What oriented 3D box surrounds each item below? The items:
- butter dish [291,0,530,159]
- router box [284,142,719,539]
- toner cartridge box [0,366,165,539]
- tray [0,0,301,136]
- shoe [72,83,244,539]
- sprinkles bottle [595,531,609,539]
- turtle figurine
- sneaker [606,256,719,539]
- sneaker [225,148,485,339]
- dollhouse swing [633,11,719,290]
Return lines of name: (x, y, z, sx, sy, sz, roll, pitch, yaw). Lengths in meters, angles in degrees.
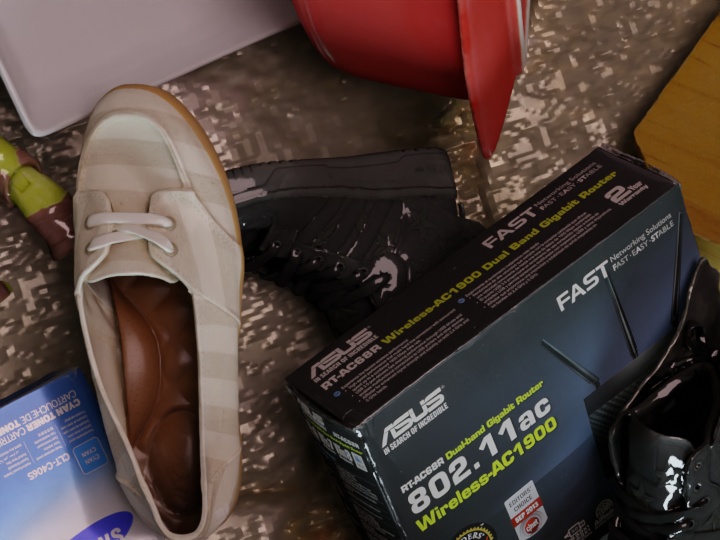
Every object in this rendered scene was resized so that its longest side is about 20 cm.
butter dish: (0.006, -0.179, 0.952, 0.147, 0.200, 0.201, 1, 64, 8)
router box: (0.079, 0.060, 0.948, 0.200, 0.062, 0.150, -36, 126, -18)
toner cartridge box: (-0.191, 0.128, 0.877, 0.199, 0.043, 0.095, -29, 97, -25)
tray: (-0.107, -0.136, 0.935, 0.200, 0.022, 0.108, -30, 95, -45)
shoe: (-0.084, 0.020, 0.868, 0.069, 0.053, 0.201, -8, 94, 7)
sprinkles bottle: (0.139, 0.137, 1.012, 0.200, 0.068, 0.068, -37, 98, -24)
turtle figurine: (-0.182, -0.069, 0.897, 0.200, 0.064, 0.162, -39, 99, -24)
sneaker: (0.136, 0.102, 0.921, 0.200, 0.060, 0.104, -54, 140, -22)
sneaker: (-0.002, 0.001, 0.960, 0.199, 0.060, 0.105, -9, 86, -37)
dollhouse swing: (0.262, -0.032, 1.113, 0.181, 0.176, 0.200, 27, 67, 25)
